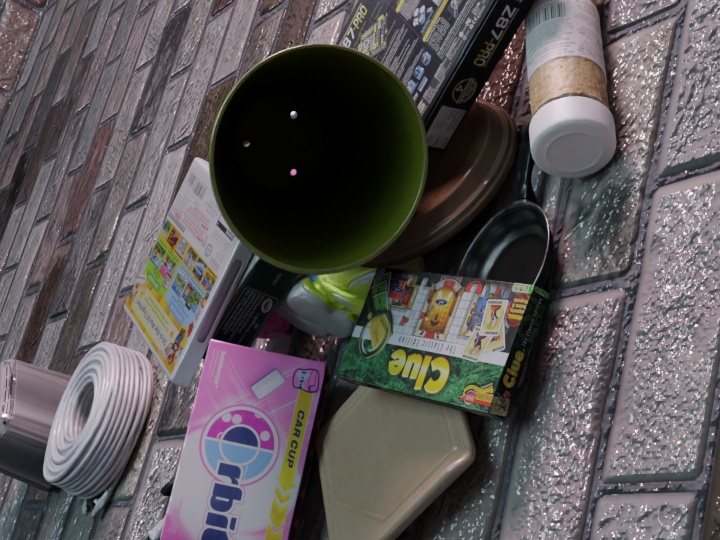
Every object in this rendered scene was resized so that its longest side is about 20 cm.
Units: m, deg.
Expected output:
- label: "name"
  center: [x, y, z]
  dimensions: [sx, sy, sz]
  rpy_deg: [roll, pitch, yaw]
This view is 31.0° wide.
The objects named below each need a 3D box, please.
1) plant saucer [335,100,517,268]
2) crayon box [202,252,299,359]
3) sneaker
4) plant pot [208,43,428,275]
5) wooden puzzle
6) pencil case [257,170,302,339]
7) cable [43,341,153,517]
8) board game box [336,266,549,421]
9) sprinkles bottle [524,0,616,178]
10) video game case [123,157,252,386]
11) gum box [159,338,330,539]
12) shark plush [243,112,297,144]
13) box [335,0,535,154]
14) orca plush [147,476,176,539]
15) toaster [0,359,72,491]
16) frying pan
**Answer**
- label: "plant saucer"
  center: [0.052, -0.087, 1.185]
  dimensions: [0.199, 0.030, 0.201]
  rpy_deg: [-29, 33, 21]
- label: "crayon box"
  center: [-0.132, -0.012, 1.320]
  dimensions: [0.126, 0.051, 0.201]
  rpy_deg: [-55, 32, 22]
- label: "sneaker"
  center: [0.000, 0.000, 1.245]
  dimensions: [0.199, 0.076, 0.106]
  rpy_deg: [-14, 44, 48]
- label: "plant pot"
  center: [-0.057, -0.104, 1.156]
  dimensions: [0.189, 0.186, 0.200]
  rpy_deg: [-63, 17, 1]
- label: "wooden puzzle"
  center: [0.029, 0.151, 1.099]
  dimensions: [0.185, 0.037, 0.201]
  rpy_deg: [-49, 27, 28]
- label: "pencil case"
  center: [-0.077, -0.023, 1.375]
  dimensions: [0.093, 0.091, 0.202]
  rpy_deg: [19, 86, 35]
- label: "cable"
  center: [-0.339, 0.191, 1.667]
  dimensions: [0.201, 0.069, 0.200]
  rpy_deg: [-60, 28, 10]
- label: "board game box"
  center: [0.061, 0.055, 1.051]
  dimensions: [0.199, 0.023, 0.106]
  rpy_deg: [6, 74, 54]
- label: "sprinkles bottle"
  center: [0.170, -0.172, 1.076]
  dimensions: [0.068, 0.068, 0.202]
  rpy_deg: [-38, 37, 40]
- label: "video game case"
  center: [-0.170, -0.004, 1.303]
  dimensions: [0.183, 0.023, 0.200]
  rpy_deg: [-63, 30, 8]
- label: "gum box"
  center: [-0.105, 0.176, 1.193]
  dimensions: [0.066, 0.112, 0.202]
  rpy_deg: [84, -162, -72]
- label: "shark plush"
  center: [-0.040, -0.154, 1.307]
  dimensions: [0.083, 0.198, 0.092]
  rpy_deg: [-122, 40, -55]
- label: "box"
  center: [0.067, -0.230, 1.146]
  dimensions: [0.162, 0.049, 0.201]
  rpy_deg: [51, 123, 38]
- label: "orca plush"
  center: [-0.155, 0.244, 1.301]
  dimensions: [0.200, 0.105, 0.071]
  rpy_deg: [-45, 66, 17]
- label: "toaster"
  center: [-0.460, 0.215, 1.795]
  dimensions: [0.114, 0.128, 0.201]
  rpy_deg: [-51, 30, 25]
- label: "frying pan"
  center: [0.121, -0.031, 1.084]
  dimensions: [0.115, 0.031, 0.192]
  rpy_deg: [-36, 36, 39]
